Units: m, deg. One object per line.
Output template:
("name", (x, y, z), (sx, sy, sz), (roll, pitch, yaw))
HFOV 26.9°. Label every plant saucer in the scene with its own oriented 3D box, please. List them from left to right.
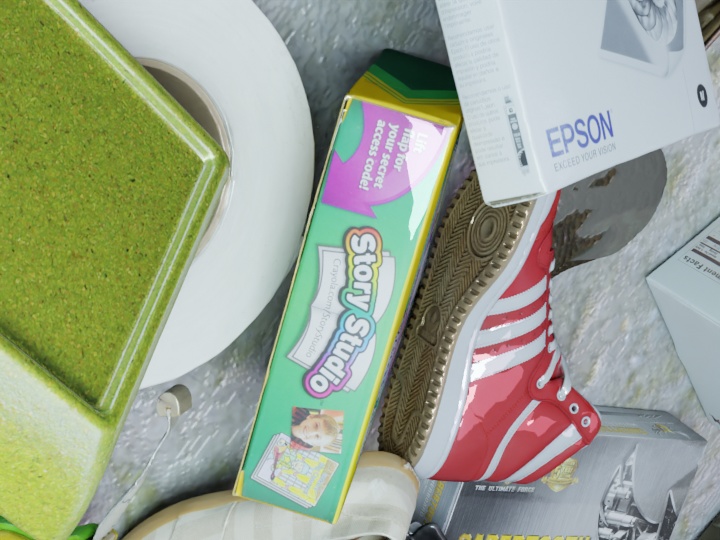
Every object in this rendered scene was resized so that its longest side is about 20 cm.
("plant saucer", (-0.131, -0.030, 0.574), (0.200, 0.048, 0.200), (46, 48, -35))

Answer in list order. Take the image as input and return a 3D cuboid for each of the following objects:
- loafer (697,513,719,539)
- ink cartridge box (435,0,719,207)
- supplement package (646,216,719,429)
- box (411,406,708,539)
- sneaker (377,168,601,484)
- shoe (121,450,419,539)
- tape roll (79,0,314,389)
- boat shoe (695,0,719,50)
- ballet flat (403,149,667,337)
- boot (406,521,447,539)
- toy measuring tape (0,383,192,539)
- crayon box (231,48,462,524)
("loafer", (0.253, 0.243, 1.089), (0.200, 0.076, 0.068), (-39, 121, -10))
("ink cartridge box", (0.101, -0.149, 0.736), (0.199, 0.040, 0.201), (-23, 99, -51))
("supplement package", (0.325, 0.023, 0.980), (0.200, 0.151, 0.152), (-39, 127, -10))
("box", (0.120, 0.167, 0.988), (0.199, 0.048, 0.159), (8, 108, -34))
("sneaker", (0.092, 0.028, 0.834), (0.112, 0.071, 0.201), (14, 106, -28))
("shoe", (-0.060, 0.155, 0.818), (0.199, 0.054, 0.070), (-24, 130, 20))
("tape roll", (-0.120, -0.048, 0.701), (0.202, 0.071, 0.204), (-9, 105, -36))
("boat shoe", (0.152, -0.121, 0.856), (0.200, 0.072, 0.072), (-39, 127, -10))
("ballet flat", (0.103, -0.016, 0.899), (0.200, 0.046, 0.068), (-38, 118, -17))
("boot", (0.018, 0.221, 0.894), (0.131, 0.070, 0.200), (-33, 118, 17))
("toy measuring tape", (-0.163, 0.131, 0.782), (0.073, 0.074, 0.201), (22, 105, -37))
("crayon box", (0.000, 0.000, 0.761), (0.058, 0.173, 0.201), (17, 106, 3))
